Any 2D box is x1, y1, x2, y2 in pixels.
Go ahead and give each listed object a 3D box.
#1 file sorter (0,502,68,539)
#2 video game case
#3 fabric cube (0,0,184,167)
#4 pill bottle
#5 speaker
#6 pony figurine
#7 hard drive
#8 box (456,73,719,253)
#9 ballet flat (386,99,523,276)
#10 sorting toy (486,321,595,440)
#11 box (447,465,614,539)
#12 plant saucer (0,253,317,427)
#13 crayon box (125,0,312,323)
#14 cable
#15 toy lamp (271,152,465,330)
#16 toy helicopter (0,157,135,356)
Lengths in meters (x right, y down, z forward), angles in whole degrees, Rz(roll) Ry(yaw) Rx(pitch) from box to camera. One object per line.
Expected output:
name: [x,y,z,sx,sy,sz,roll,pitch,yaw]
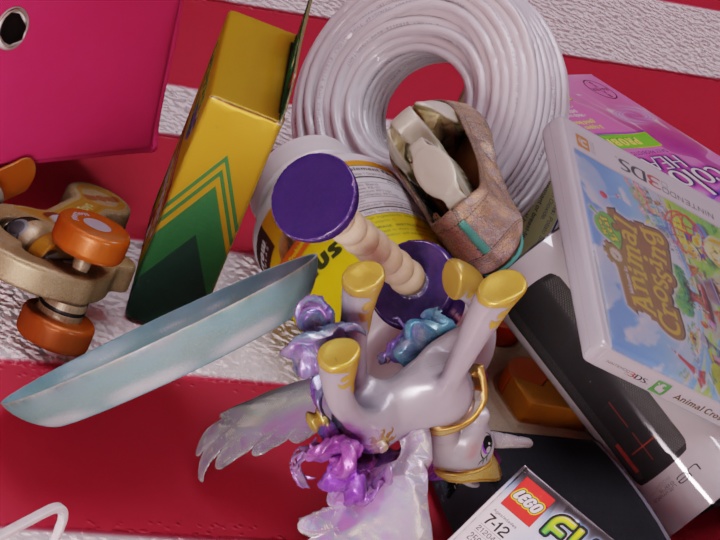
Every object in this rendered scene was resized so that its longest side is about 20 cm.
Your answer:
file sorter: [-0.195,0.174,1.366,0.200,0.125,0.139,34,29,18]
video game case: [0.200,0.010,1.804,0.182,0.022,0.201,26,39,-30]
fabric cube: [-0.246,-0.188,1.824,0.200,0.197,0.199,28,24,37]
pill bottle: [0.000,0.000,1.820,0.109,0.110,0.200,4,34,-32]
speaker: [0.169,0.069,1.801,0.200,0.081,0.081,53,34,7]
pony figurine: [0.010,0.085,1.604,0.192,0.200,0.167,-22,53,-13]
hard drive: [0.128,0.168,1.705,0.134,0.042,0.200,8,33,-28]
box: [0.176,-0.051,2.021,0.200,0.097,0.176,36,23,27]
ballet flat: [0.053,-0.071,1.809,0.067,0.068,0.200,40,10,-31]
sorting toy: [0.126,0.061,1.890,0.199,0.037,0.185,5,34,-31]
box: [0.127,0.211,1.580,0.200,0.035,0.110,38,71,25]
plant saucer: [-0.110,0.044,1.619,0.200,0.200,0.028,-32,97,-57]
crayon box: [-0.088,-0.074,1.781,0.051,0.201,0.127,20,28,-7]
cable: [0.048,-0.110,1.947,0.069,0.200,0.200,26,31,-59]
toy lamp: [0.010,-0.009,1.626,0.058,0.058,0.200,43,2,31]
toy helicopter: [-0.198,-0.025,1.769,0.132,0.079,0.200,24,16,5]
